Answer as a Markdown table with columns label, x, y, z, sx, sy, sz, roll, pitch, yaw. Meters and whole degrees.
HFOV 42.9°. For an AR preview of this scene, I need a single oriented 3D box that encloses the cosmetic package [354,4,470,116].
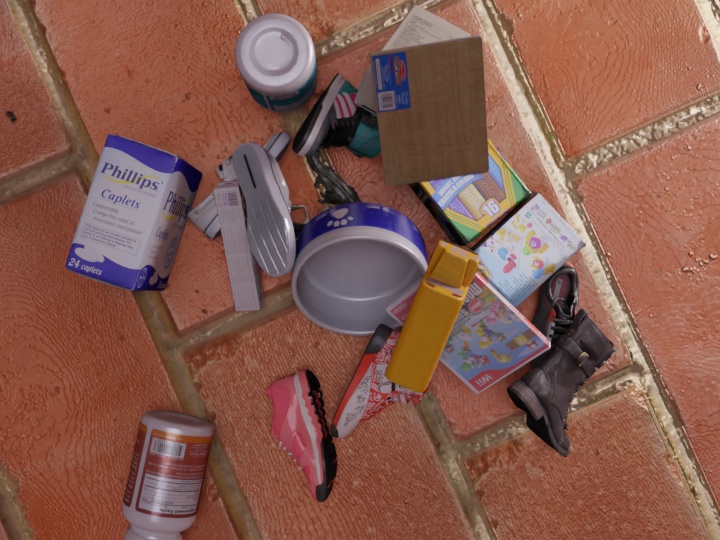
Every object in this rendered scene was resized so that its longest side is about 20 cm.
| label | x | y | z | sx | sy | sz | roll | pitch | yaw |
| --- | --- | --- | --- | --- | --- | --- | --- | --- | --- |
| cosmetic package | 0.079 | -0.298 | 1.347 | 0.105 | 0.071 | 0.200 | 29 | 47 | 3 |

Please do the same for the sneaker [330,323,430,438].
| label | x | y | z | sx | sy | sz | roll | pitch | yaw |
| --- | --- | --- | --- | --- | --- | --- | --- | --- | --- |
| sneaker | 0.035 | 0.188 | 1.365 | 0.108 | 0.067 | 0.202 | 27 | 110 | 8 |

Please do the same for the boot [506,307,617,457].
| label | x | y | z | sx | sy | sz | roll | pitch | yaw |
| --- | --- | --- | --- | --- | --- | --- | --- | --- | --- |
| boot | 0.318 | 0.170 | 1.363 | 0.174 | 0.069 | 0.200 | -42 | 130 | -9 |

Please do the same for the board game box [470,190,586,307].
| label | x | y | z | sx | sy | sz | roll | pitch | yaw |
| --- | --- | --- | --- | --- | --- | --- | --- | --- | --- |
| board game box | 0.221 | -0.013 | 1.367 | 0.200 | 0.103 | 0.105 | -43 | 91 | 8 |

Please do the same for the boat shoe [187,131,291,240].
| label | x | y | z | sx | sy | sz | roll | pitch | yaw |
| --- | --- | --- | --- | --- | --- | --- | --- | --- | --- |
| boat shoe | -0.189 | -0.143 | 1.403 | 0.070 | 0.071 | 0.200 | 40 | 96 | -2 |

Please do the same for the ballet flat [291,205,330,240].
| label | x | y | z | sx | sy | sz | roll | pitch | yaw |
| --- | --- | --- | --- | --- | --- | --- | --- | --- | --- |
| ballet flat | -0.074 | -0.065 | 1.402 | 0.199 | 0.068 | 0.069 | 8 | 80 | 0 |

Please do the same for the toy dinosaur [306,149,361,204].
| label | x | y | z | sx | sy | sz | roll | pitch | yaw |
| --- | --- | --- | --- | --- | --- | --- | --- | --- | --- |
| toy dinosaur | -0.023 | -0.110 | 1.389 | 0.200 | 0.088 | 0.047 | 44 | 78 | 4 |

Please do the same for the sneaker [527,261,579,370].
| label | x | y | z | sx | sy | sz | roll | pitch | yaw |
| --- | --- | --- | --- | --- | --- | --- | --- | --- | --- |
| sneaker | 0.295 | 0.083 | 1.390 | 0.077 | 0.082 | 0.201 | 2 | 90 | 0 |

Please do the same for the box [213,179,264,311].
| label | x | y | z | sx | sy | sz | roll | pitch | yaw |
| --- | --- | --- | --- | --- | --- | --- | --- | --- | --- |
| box | -0.181 | -0.037 | 1.373 | 0.041 | 0.039 | 0.201 | -5 | 113 | 8 |

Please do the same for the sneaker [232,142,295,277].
| label | x | y | z | sx | sy | sz | roll | pitch | yaw |
| --- | --- | --- | --- | --- | --- | --- | --- | --- | --- |
| sneaker | -0.125 | -0.089 | 1.320 | 0.073 | 0.071 | 0.201 | -17 | 82 | 27 |

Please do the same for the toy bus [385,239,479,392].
| label | x | y | z | sx | sy | sz | roll | pitch | yaw |
| --- | --- | --- | --- | --- | --- | --- | --- | --- | --- |
| toy bus | 0.097 | 0.062 | 1.248 | 0.065 | 0.078 | 0.201 | 23 | 118 | 6 |

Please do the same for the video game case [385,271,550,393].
| label | x | y | z | sx | sy | sz | roll | pitch | yaw |
| --- | --- | --- | --- | --- | --- | --- | --- | --- | --- |
| video game case | 0.154 | 0.080 | 1.315 | 0.200 | 0.017 | 0.143 | 42 | 121 | -16 |

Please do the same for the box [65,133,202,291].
| label | x | y | z | sx | sy | sz | roll | pitch | yaw |
| --- | --- | --- | --- | --- | --- | --- | --- | --- | --- |
| box | -0.325 | -0.078 | 1.341 | 0.105 | 0.184 | 0.201 | 17 | 89 | 1 |

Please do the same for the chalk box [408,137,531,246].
| label | x | y | z | sx | sy | sz | roll | pitch | yaw |
| --- | --- | --- | --- | --- | --- | --- | --- | --- | --- |
| chalk box | 0.139 | -0.150 | 1.374 | 0.124 | 0.125 | 0.200 | -37 | 90 | -1 |

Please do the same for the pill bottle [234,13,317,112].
| label | x | y | z | sx | sy | sz | roll | pitch | yaw |
| --- | --- | --- | --- | --- | --- | --- | --- | --- | --- |
| pill bottle | -0.118 | -0.294 | 1.338 | 0.110 | 0.200 | 0.111 | 0 | 89 | -1 |

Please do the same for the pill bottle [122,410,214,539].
| label | x | y | z | sx | sy | sz | roll | pitch | yaw |
| --- | --- | --- | --- | --- | --- | --- | --- | --- | --- |
| pill bottle | -0.292 | 0.318 | 1.369 | 0.112 | 0.112 | 0.201 | 12 | 89 | 0 |

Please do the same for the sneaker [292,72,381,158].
| label | x | y | z | sx | sy | sz | roll | pitch | yaw |
| --- | --- | --- | --- | --- | --- | --- | --- | --- | --- |
| sneaker | -0.022 | -0.204 | 1.361 | 0.121 | 0.200 | 0.084 | 35 | 130 | -10 |

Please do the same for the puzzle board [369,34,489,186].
| label | x | y | z | sx | sy | sz | roll | pitch | yaw |
| --- | --- | --- | --- | --- | --- | --- | --- | --- | --- |
| puzzle board | 0.097 | -0.216 | 1.257 | 0.150 | 0.017 | 0.201 | -8 | 124 | 1 |

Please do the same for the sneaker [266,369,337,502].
| label | x | y | z | sx | sy | sz | roll | pitch | yaw |
| --- | --- | --- | --- | --- | --- | --- | --- | --- | --- |
| sneaker | -0.092 | 0.255 | 1.402 | 0.086 | 0.074 | 0.201 | -13 | 85 | 13 |

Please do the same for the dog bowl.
| label | x | y | z | sx | sy | sz | roll | pitch | yaw |
| --- | --- | --- | --- | --- | --- | --- | --- | --- | --- |
| dog bowl | 0.000 | 0.000 | 1.337 | 0.199 | 0.079 | 0.201 | 0 | 134 | 0 |
